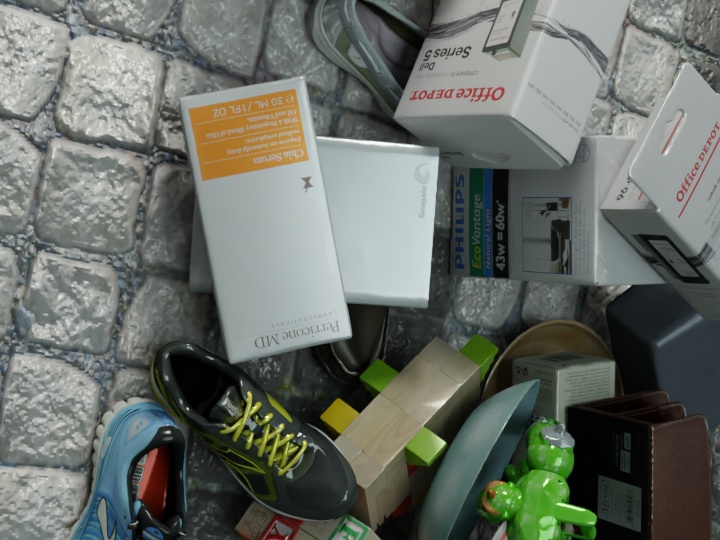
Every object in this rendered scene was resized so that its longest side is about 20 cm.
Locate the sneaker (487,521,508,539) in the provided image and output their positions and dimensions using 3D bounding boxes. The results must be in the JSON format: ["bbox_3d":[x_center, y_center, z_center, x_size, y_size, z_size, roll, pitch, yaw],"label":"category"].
[{"bbox_3d":[0.131,0.315,1.076,0.201,0.092,0.071,-61,153,-25],"label":"sneaker"}]

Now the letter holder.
[{"bbox_3d":[0.272,0.221,1.127,0.140,0.100,0.204,-5,98,-36],"label":"letter holder"}]

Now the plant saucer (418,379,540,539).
[{"bbox_3d":[0.093,0.176,1.065,0.202,0.038,0.202,-57,164,-25],"label":"plant saucer"}]

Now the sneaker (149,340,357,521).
[{"bbox_3d":[-0.088,0.126,0.959,0.199,0.085,0.075,35,80,5],"label":"sneaker"}]

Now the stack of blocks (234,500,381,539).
[{"bbox_3d":[-0.008,0.263,1.052,0.059,0.114,0.201,-53,137,-18],"label":"stack of blocks"}]

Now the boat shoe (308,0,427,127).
[{"bbox_3d":[0.044,-0.178,1.083,0.201,0.064,0.075,35,75,-32],"label":"boat shoe"}]

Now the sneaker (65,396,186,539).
[{"bbox_3d":[-0.177,0.203,0.948,0.077,0.089,0.204,8,90,-34],"label":"sneaker"}]

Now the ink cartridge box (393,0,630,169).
[{"bbox_3d":[0.132,-0.193,1.024,0.084,0.144,0.203,31,75,-36],"label":"ink cartridge box"}]

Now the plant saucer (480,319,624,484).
[{"bbox_3d":[0.179,0.148,1.219,0.198,0.035,0.204,-4,97,-35],"label":"plant saucer"}]

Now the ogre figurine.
[{"bbox_3d":[0.145,0.207,1.031,0.097,0.120,0.201,32,68,12],"label":"ogre figurine"}]

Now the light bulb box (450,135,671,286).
[{"bbox_3d":[0.215,-0.053,1.129,0.196,0.199,0.127,-1,93,-34],"label":"light bulb box"}]

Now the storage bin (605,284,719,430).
[{"bbox_3d":[0.325,0.073,1.254,0.133,0.146,0.202,-29,129,-14],"label":"storage bin"}]

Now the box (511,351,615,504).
[{"bbox_3d":[0.191,0.183,1.168,0.081,0.068,0.204,-3,96,-34],"label":"box"}]

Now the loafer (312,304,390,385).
[{"bbox_3d":[0.000,0.000,1.063,0.072,0.071,0.204,-2,95,-34],"label":"loafer"}]

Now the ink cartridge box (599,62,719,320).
[{"bbox_3d":[0.273,-0.061,1.007,0.200,0.067,0.117,41,71,-29],"label":"ink cartridge box"}]

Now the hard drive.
[{"bbox_3d":[-0.037,-0.043,1.012,0.196,0.027,0.134,4,91,-9],"label":"hard drive"}]

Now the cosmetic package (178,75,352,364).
[{"bbox_3d":[-0.075,-0.040,0.958,0.100,0.071,0.203,-12,94,-7],"label":"cosmetic package"}]

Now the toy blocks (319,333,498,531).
[{"bbox_3d":[0.040,0.158,1.083,0.200,0.099,0.138,-43,149,-25],"label":"toy blocks"}]
